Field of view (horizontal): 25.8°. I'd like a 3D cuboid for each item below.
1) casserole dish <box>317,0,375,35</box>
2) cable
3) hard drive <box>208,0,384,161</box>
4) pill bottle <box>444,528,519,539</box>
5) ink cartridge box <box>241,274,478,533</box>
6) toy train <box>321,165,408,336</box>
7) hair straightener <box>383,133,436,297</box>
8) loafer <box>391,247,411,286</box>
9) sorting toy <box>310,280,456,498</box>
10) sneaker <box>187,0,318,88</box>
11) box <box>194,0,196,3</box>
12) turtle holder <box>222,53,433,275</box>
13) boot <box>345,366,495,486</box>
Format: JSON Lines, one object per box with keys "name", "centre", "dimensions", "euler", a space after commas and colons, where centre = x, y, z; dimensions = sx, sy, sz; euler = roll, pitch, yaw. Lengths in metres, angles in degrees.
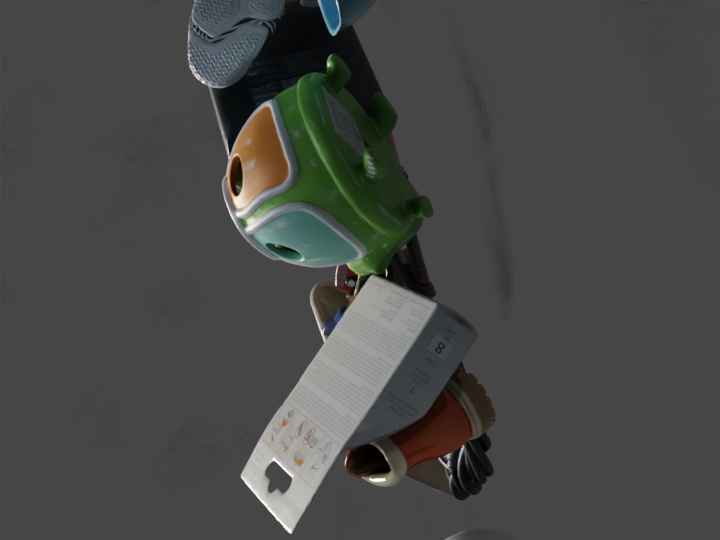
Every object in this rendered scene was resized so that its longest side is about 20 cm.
{"name": "casserole dish", "centre": [-0.019, -0.238, 1.143], "dimensions": [0.200, 0.038, 0.123], "euler": [-131, 24, -85]}
{"name": "cable", "centre": [0.062, 0.119, 1.357], "dimensions": [0.165, 0.050, 0.200], "euler": [64, 167, 12]}
{"name": "hard drive", "centre": [-0.064, -0.173, 1.366], "dimensions": [0.201, 0.138, 0.033], "euler": [-110, 10, -50]}
{"name": "pill bottle", "centre": [0.101, 0.268, 1.070], "dimensions": [0.200, 0.113, 0.115], "euler": [-113, 6, -65]}
{"name": "ink cartridge box", "centre": [-0.005, 0.106, 1.218], "dimensions": [0.047, 0.201, 0.160], "euler": [34, 177, -20]}
{"name": "toy train", "centre": [0.000, 0.000, 1.351], "dimensions": [0.034, 0.045, 0.202], "euler": [-61, -15, -64]}
{"name": "hair straightener", "centre": [0.014, -0.034, 1.377], "dimensions": [0.041, 0.076, 0.202], "euler": [-77, -28, -60]}
{"name": "loafer", "centre": [0.035, 0.052, 1.499], "dimensions": [0.201, 0.070, 0.074], "euler": [76, 176, -51]}
{"name": "sorting toy", "centre": [0.036, 0.117, 1.584], "dimensions": [0.184, 0.036, 0.202], "euler": [30, -146, -44]}
{"name": "sneaker", "centre": [-0.081, -0.238, 1.364], "dimensions": [0.115, 0.074, 0.202], "euler": [51, -120, -73]}
{"name": "box", "centre": [-0.125, -0.313, 1.835], "dimensions": [0.199, 0.129, 0.202], "euler": [90, 163, -81]}
{"name": "turtle holder", "centre": [-0.026, -0.071, 1.230], "dimensions": [0.142, 0.131, 0.185], "euler": [62, -164, 11]}
{"name": "boot", "centre": [0.015, 0.123, 1.272], "dimensions": [0.076, 0.107, 0.199], "euler": [59, 158, -11]}
